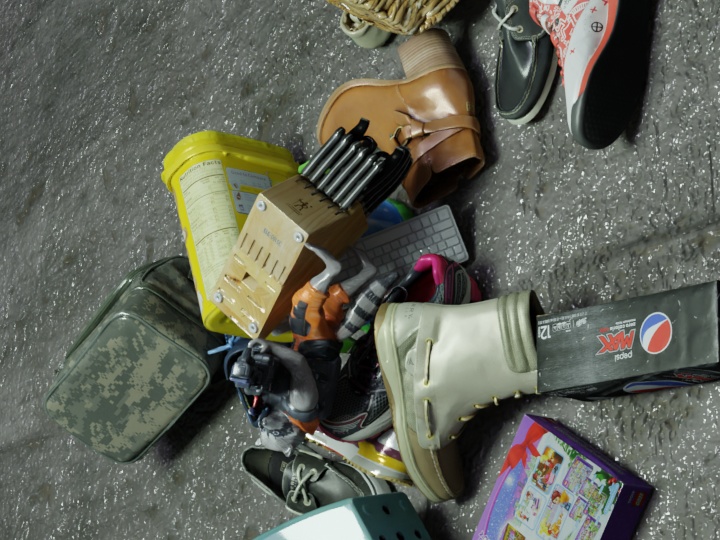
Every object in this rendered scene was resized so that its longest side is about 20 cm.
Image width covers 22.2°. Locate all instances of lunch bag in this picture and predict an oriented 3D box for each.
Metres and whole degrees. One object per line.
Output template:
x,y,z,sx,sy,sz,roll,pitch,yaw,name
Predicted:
-0.241,0.091,2.029,0.200,0.139,0.168,-48,11,30,lunch bag

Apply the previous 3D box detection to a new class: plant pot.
-0.029,0.295,1.676,0.200,0.141,0.141,-41,66,27,plant pot

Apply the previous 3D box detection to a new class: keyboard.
0.000,0.000,1.726,0.011,0.200,0.056,-110,-2,-79,keyboard

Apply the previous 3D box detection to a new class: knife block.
-0.037,-0.043,1.706,0.064,0.175,0.200,41,128,18,knife block

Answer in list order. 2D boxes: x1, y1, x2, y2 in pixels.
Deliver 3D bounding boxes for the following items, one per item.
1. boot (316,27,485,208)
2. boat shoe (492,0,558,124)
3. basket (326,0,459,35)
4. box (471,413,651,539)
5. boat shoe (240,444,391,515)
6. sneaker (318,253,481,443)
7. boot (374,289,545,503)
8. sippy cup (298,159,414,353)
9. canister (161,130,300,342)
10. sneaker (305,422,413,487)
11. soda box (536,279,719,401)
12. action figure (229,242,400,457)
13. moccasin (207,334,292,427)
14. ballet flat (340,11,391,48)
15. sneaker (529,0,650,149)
0.037,-0.124,1.797,0.200,0.074,0.155,-41,55,40,boot
0.145,-0.236,1.698,0.072,0.068,0.201,3,84,51,boat shoe
0.049,-0.334,1.794,0.200,0.143,0.149,-61,16,2,basket
0.156,0.241,1.565,0.137,0.039,0.200,35,107,49,box
-0.047,0.215,1.806,0.200,0.064,0.071,14,91,51,boat shoe
0.024,0.069,1.696,0.081,0.075,0.200,32,83,38,sneaker
0.107,0.114,1.626,0.154,0.072,0.200,-8,113,19,boot
-0.030,-0.017,1.800,0.140,0.130,0.178,-61,40,18,sippy cup
-0.116,-0.033,1.900,0.087,0.148,0.200,-41,52,37,canister
-0.002,0.138,1.776,0.200,0.075,0.090,24,90,45,sneaker
0.235,0.061,1.500,0.200,0.063,0.071,-15,69,49,soda box
-0.048,0.075,1.631,0.200,0.104,0.194,-26,-44,-81,action figure
-0.108,0.091,1.914,0.081,0.068,0.200,-59,39,23,moccasin
0.032,-0.322,1.863,0.069,0.069,0.200,36,107,50,ballet flat
0.196,-0.202,1.625,0.108,0.067,0.202,2,78,52,sneaker
